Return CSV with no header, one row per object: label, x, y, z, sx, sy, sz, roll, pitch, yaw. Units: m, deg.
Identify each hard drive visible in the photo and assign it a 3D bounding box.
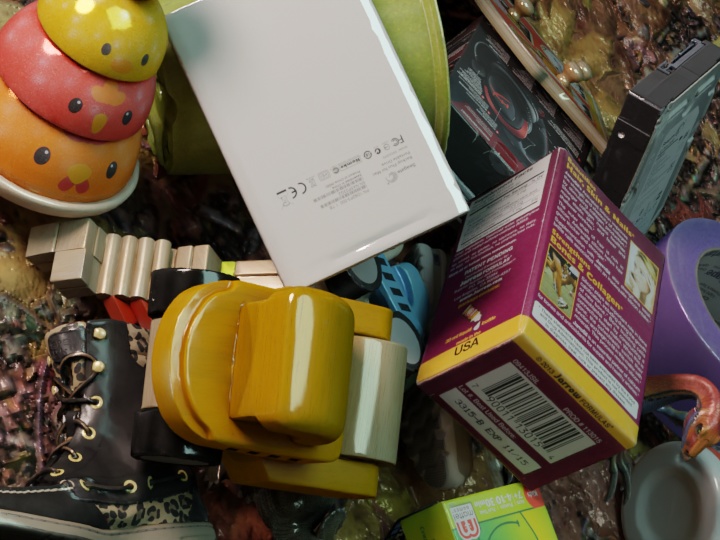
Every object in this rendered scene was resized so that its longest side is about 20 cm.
hard drive,0.237,-0.087,1.527,0.038,0.200,0.140,32,39,18
hard drive,-0.030,-0.101,1.189,0.132,0.026,0.200,-25,87,-4

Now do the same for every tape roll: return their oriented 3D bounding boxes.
tape roll,0.312,0.059,1.563,0.200,0.085,0.200,25,41,-25

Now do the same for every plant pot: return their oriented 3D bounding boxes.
plant pot,-0.059,-0.143,1.285,0.190,0.200,0.200,-13,74,-14

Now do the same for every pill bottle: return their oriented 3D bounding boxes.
pill bottle,0.321,0.205,1.497,0.200,0.111,0.112,12,60,-39

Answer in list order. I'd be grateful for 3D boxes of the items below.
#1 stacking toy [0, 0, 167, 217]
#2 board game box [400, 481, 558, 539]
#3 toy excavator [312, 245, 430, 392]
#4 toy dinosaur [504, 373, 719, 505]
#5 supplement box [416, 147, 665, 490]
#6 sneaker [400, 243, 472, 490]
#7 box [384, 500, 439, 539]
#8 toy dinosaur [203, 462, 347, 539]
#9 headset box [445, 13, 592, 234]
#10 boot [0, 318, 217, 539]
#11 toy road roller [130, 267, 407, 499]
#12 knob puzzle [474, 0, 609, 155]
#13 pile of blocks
stacking toy,-0.174,-0.146,1.161,0.146,0.200,0.146,24,35,-18
board game box,0.109,0.253,1.255,0.101,0.048,0.200,-6,71,-46
toy excavator,0.000,0.000,1.347,0.200,0.100,0.195,-16,78,-60
toy dinosaur,0.180,0.105,1.372,0.200,0.181,0.105,40,46,-17
supplement box,0.133,0.033,1.299,0.131,0.103,0.200,44,40,-22
sneaker,0.076,0.070,1.362,0.082,0.075,0.200,10,59,-19
box,0.050,0.286,1.251,0.160,0.049,0.200,50,43,-11
toy dinosaur,-0.040,0.124,1.232,0.102,0.077,0.200,24,67,-35
headset box,0.103,-0.100,1.462,0.149,0.075,0.200,47,29,-12
boot,-0.178,0.107,1.123,0.200,0.073,0.151,11,62,-43
toy road roller,-0.037,0.068,1.105,0.200,0.146,0.123,14,76,-35
knob puzzle,0.152,-0.200,1.560,0.220,0.030,0.220,46,15,-16
pile of blocks,-0.127,0.023,1.209,0.200,0.082,0.062,11,59,-10
